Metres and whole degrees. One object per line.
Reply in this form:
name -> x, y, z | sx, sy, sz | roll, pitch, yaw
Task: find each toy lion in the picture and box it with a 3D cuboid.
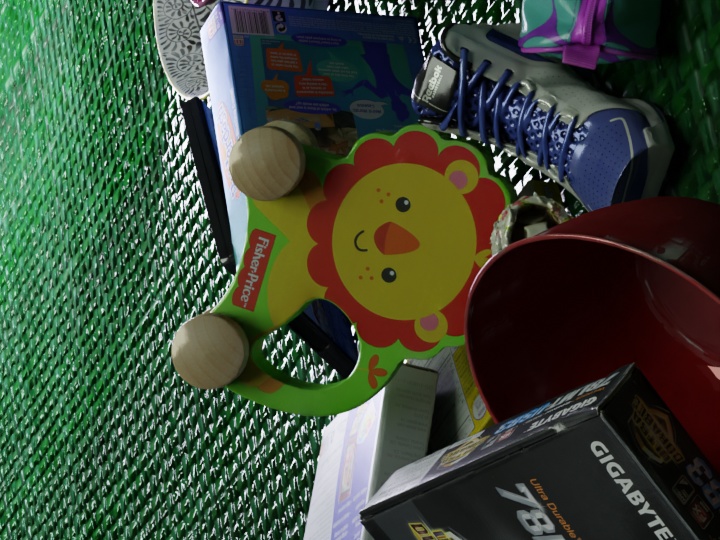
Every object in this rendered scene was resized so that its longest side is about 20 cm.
toy lion -> 0.000, 0.000, 1.546 | 0.069, 0.191, 0.201 | -30, -41, -77

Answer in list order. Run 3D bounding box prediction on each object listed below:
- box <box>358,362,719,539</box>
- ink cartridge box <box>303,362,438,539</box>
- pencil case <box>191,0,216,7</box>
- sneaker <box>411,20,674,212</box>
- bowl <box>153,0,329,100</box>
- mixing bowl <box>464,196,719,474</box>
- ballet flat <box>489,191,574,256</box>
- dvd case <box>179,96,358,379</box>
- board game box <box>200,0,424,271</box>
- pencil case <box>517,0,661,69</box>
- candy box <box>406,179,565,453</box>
box -> 0.126, 0.164, 1.301 | 0.200, 0.050, 0.198 | 52, 139, -9
ink cartridge box -> -0.003, 0.181, 1.658 | 0.198, 0.047, 0.201 | 132, 148, -67
pencil case -> -0.037, -0.240, 1.672 | 0.087, 0.200, 0.088 | 41, 140, 48
sneaker -> 0.095, -0.092, 1.480 | 0.200, 0.115, 0.081 | -124, 42, -51
bowl -> -0.080, -0.227, 1.885 | 0.201, 0.094, 0.201 | -7, 82, 64
mixing bowl -> 0.165, 0.037, 1.284 | 0.200, 0.108, 0.200 | 25, 136, 26
ballet flat -> 0.117, 0.043, 1.444 | 0.064, 0.075, 0.200 | 82, 170, -66
dvd case -> -0.062, -0.020, 1.758 | 0.018, 0.200, 0.143 | -25, 55, 14
board game box -> -0.020, -0.082, 1.680 | 0.045, 0.152, 0.201 | 132, 135, -54
pencil case -> 0.141, -0.219, 1.426 | 0.092, 0.085, 0.201 | -71, -13, -80
candy box -> 0.087, 0.043, 1.589 | 0.200, 0.026, 0.102 | 122, 144, -46
